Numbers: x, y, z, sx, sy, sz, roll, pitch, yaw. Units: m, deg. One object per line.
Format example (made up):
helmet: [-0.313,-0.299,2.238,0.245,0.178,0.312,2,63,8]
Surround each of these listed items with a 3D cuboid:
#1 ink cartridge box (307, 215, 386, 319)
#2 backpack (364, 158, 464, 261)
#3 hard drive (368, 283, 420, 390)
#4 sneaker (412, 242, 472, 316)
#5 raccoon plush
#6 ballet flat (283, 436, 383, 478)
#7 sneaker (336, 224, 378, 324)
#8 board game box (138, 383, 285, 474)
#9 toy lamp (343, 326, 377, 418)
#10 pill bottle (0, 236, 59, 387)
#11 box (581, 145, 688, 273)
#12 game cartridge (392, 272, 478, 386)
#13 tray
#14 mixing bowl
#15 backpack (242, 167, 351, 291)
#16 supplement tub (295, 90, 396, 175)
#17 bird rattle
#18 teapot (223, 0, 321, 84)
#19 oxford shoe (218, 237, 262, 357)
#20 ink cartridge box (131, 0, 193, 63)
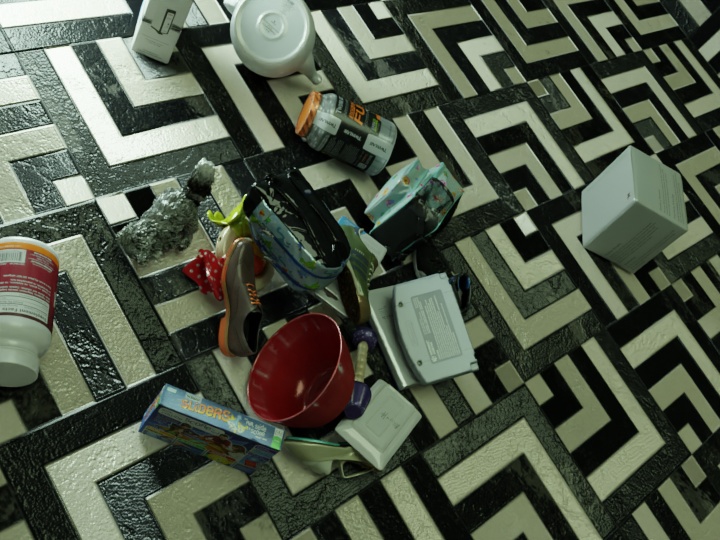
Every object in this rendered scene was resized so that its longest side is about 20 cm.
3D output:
ink cartridge box: [-0.041,0.006,1.622,0.115,0.067,0.201,37,48,-6]
backpack: [0.116,-0.137,1.745,0.154,0.176,0.199,51,44,3]
hard drive: [0.088,0.125,1.653,0.130,0.025,0.203,-10,66,-36]
sneaker: [0.177,0.012,1.727,0.072,0.112,0.204,0,60,-32]
raccoon plush: [-0.337,-0.102,1.428,0.096,0.203,0.134,29,25,11]
ballet flat: [-0.041,0.317,1.426,0.196,0.070,0.071,9,56,-29]
sneaker: [0.000,0.000,1.560,0.088,0.067,0.203,-7,62,-29]
board game box: [-0.230,0.248,1.297,0.197,0.135,0.035,25,54,-16]
toy lamp: [-0.002,0.183,1.505,0.058,0.059,0.201,30,31,-11]
pill bottle: [-0.514,0.063,1.255,0.111,0.113,0.204,11,56,-26]
box: [0.672,-0.149,2.088,0.169,0.199,0.203,24,49,-16]
game cartridge: [0.135,0.113,1.616,0.130,0.042,0.204,-15,71,-8]
tray: [0.039,0.263,1.489,0.107,0.022,0.200,41,30,7]
mixing bowl: [-0.082,0.186,1.417,0.108,0.197,0.203,44,41,-38]
backpack: [-0.106,-0.063,1.496,0.199,0.155,0.163,38,31,12]
supplement tub: [-0.032,-0.294,1.789,0.197,0.123,0.125,22,51,-19]
bird rattle: [-0.217,-0.029,1.519,0.162,0.112,0.204,32,49,-32]
teapot: [-0.189,-0.504,1.819,0.193,0.146,0.205,-7,87,-3]
oxford shoe: [-0.193,0.046,1.444,0.071,0.071,0.205,5,85,-53]
ink cartridge box: [-0.381,-0.542,1.677,0.083,0.200,0.149,17,52,-21]
